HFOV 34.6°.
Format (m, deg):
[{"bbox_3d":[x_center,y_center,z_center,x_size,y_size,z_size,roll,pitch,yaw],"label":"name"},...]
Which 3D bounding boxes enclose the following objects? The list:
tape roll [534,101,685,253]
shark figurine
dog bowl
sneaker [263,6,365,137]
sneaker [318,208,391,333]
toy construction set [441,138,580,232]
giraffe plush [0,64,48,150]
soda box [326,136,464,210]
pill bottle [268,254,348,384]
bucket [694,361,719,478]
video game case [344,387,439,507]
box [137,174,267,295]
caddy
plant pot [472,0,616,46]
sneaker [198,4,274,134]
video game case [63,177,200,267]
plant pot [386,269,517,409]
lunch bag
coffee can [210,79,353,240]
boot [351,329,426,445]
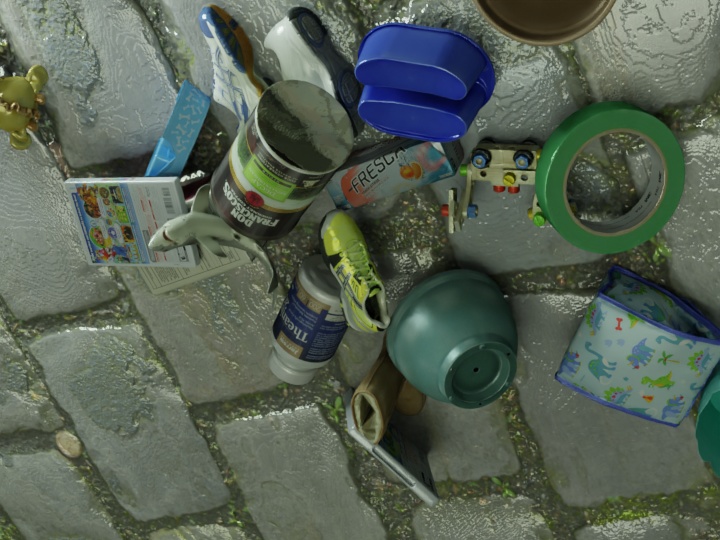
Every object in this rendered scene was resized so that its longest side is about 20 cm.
[{"bbox_3d":[0.338,-0.124,1.563,0.198,0.048,0.203,-3,111,-8],"label":"tape roll"},{"bbox_3d":[-0.202,-0.036,1.708,0.213,0.129,0.089,24,150,-16],"label":"shark figurine"},{"bbox_3d":[-0.280,-0.191,1.744,0.049,0.112,0.201,23,125,-13],"label":"dog bowl"},{"bbox_3d":[-0.061,-0.276,1.651,0.087,0.074,0.201,-23,104,41],"label":"sneaker"},{"bbox_3d":[0.000,0.000,1.705,0.076,0.075,0.202,11,129,53],"label":"sneaker"},{"bbox_3d":[0.212,-0.115,1.640,0.197,0.092,0.133,-4,119,8],"label":"toy construction set"},{"bbox_3d":[-0.569,-0.275,1.772,0.160,0.201,0.174,12,124,-24],"label":"giraffe plush"},{"bbox_3d":[0.046,-0.150,1.678,0.198,0.069,0.064,-17,113,27],"label":"soda box"},{"bbox_3d":[-0.077,0.083,1.831,0.110,0.111,0.201,27,124,1],"label":"pill bottle"},{"bbox_3d":[0.585,0.199,1.667,0.205,0.135,0.209,9,123,14],"label":"bucket"},{"bbox_3d":[0.047,0.282,1.863,0.182,0.200,0.022,43,97,-9],"label":"video game case"},{"bbox_3d":[-0.257,-0.063,1.806,0.198,0.109,0.129,-17,111,26],"label":"box"},{"bbox_3d":[0.084,-0.262,1.581,0.198,0.106,0.142,12,139,15],"label":"caddy"},{"bbox_3d":[0.236,-0.394,1.459,0.198,0.093,0.203,8,121,14],"label":"plant pot"},{"bbox_3d":[-0.191,-0.283,1.676,0.087,0.075,0.201,-20,111,27],"label":"sneaker"},{"bbox_3d":[-0.347,-0.073,1.753,0.198,0.018,0.145,1,119,23],"label":"video game case"},{"bbox_3d":[0.152,0.119,1.710,0.198,0.135,0.202,-10,124,-15],"label":"plant pot"},{"bbox_3d":[0.412,0.118,1.683,0.199,0.127,0.171,28,124,12],"label":"lunch bag"},{"bbox_3d":[-0.114,-0.154,1.638,0.146,0.147,0.200,36,143,-5],"label":"coffee can"},{"bbox_3d":[0.042,0.205,1.810,0.065,0.200,0.177,-5,118,20],"label":"boot"}]
